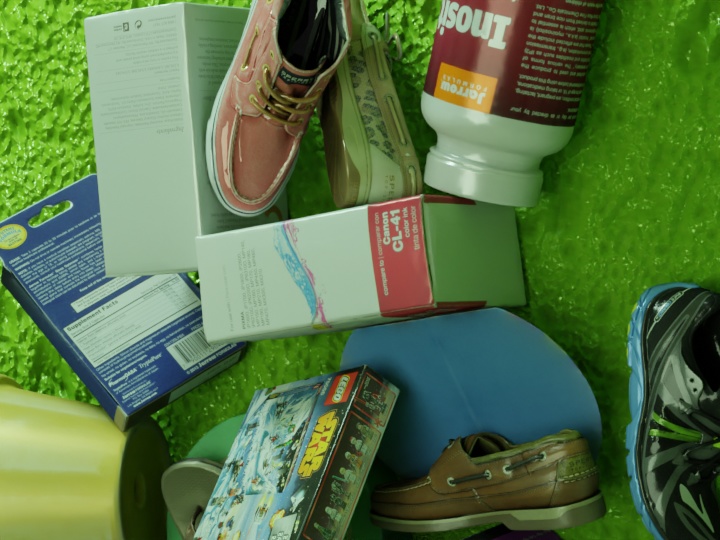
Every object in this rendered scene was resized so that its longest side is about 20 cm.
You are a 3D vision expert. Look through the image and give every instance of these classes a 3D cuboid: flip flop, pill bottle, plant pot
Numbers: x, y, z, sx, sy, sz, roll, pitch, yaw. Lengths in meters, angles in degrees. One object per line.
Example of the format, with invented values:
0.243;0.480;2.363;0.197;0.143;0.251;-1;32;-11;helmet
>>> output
-0.103;0.239;1.701;0.081;0.058;0.201;-21;83;30;flip flop
0.106;-0.151;1.576;0.113;0.113;0.201;17;102;28;pill bottle
-0.257;0.180;1.779;0.188;0.201;0.202;-2;92;14;plant pot

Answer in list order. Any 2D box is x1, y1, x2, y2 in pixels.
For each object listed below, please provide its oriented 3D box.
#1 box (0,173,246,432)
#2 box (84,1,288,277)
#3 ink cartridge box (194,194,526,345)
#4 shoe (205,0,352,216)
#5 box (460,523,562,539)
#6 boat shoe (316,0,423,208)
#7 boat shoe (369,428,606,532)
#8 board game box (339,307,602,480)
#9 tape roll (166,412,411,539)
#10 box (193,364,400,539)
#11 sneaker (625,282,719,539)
-0.198;0.022;1.767;0.200;0.121;0.032;49;150;18;box
-0.131;-0.099;1.713;0.097;0.124;0.201;-4;90;31;box
0.000;0.000;1.628;0.199;0.147;0.086;-7;87;30;ink cartridge box
-0.060;-0.133;1.605;0.071;0.091;0.201;14;96;-15;shoe
0.151;0.257;1.558;0.200;0.143;0.036;40;113;22;box
0.004;-0.127;1.645;0.073;0.062;0.201;106;161;-54;boat shoe
0.088;0.148;1.602;0.199;0.072;0.068;-8;97;36;boat shoe
0.083;0.086;1.621;0.199;0.039;0.158;-10;121;31;board game box
-0.057;0.207;1.734;0.200;0.048;0.201;2;94;31;tape roll
-0.058;0.169;1.594;0.137;0.040;0.201;-16;44;50;box
0.232;0.108;1.542;0.082;0.071;0.201;-4;88;37;sneaker
